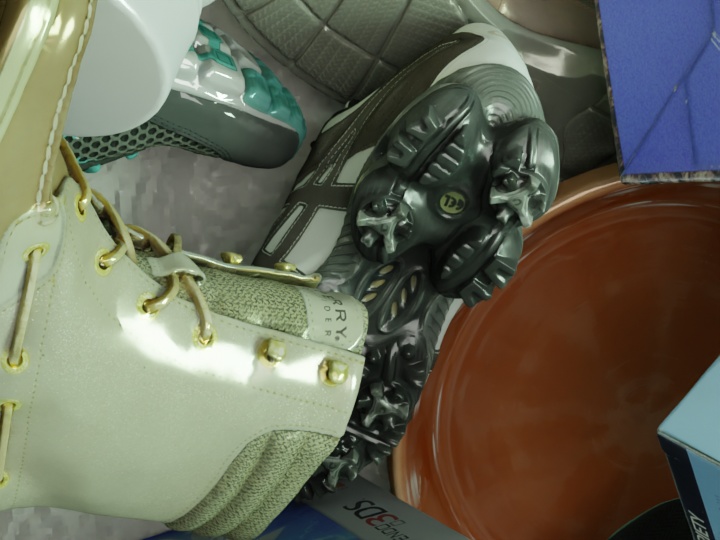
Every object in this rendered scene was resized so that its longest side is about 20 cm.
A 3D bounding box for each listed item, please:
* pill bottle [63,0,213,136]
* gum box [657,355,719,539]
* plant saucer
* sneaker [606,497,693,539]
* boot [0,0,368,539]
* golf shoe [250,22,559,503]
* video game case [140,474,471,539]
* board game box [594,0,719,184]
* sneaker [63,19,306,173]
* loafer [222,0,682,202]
[{"bbox_3d":[-0.074,-0.150,0.810,0.114,0.114,0.201,29,59,-18],"label":"pill bottle"},{"bbox_3d":[0.189,0.039,0.862,0.200,0.044,0.170,-47,141,-20],"label":"gum box"},{"bbox_3d":[0.106,0.054,0.951,0.198,0.032,0.202,-4,111,-10],"label":"plant saucer"},{"bbox_3d":[0.084,0.186,0.941,0.199,0.078,0.140,-32,117,10],"label":"sneaker"},{"bbox_3d":[-0.067,-0.003,0.765,0.154,0.072,0.201,8,124,-24],"label":"boot"},{"bbox_3d":[0.000,0.000,0.899,0.077,0.095,0.200,33,121,-18],"label":"golf shoe"},{"bbox_3d":[-0.061,0.127,0.847,0.199,0.181,0.046,-16,99,-16],"label":"video game case"},{"bbox_3d":[0.174,-0.128,0.898,0.199,0.096,0.161,-18,103,-43],"label":"board game box"},{"bbox_3d":[-0.118,-0.055,0.877,0.198,0.078,0.092,14,108,-15],"label":"sneaker"},{"bbox_3d":[0.039,-0.087,0.927,0.199,0.063,0.072,23,131,-18],"label":"loafer"}]
